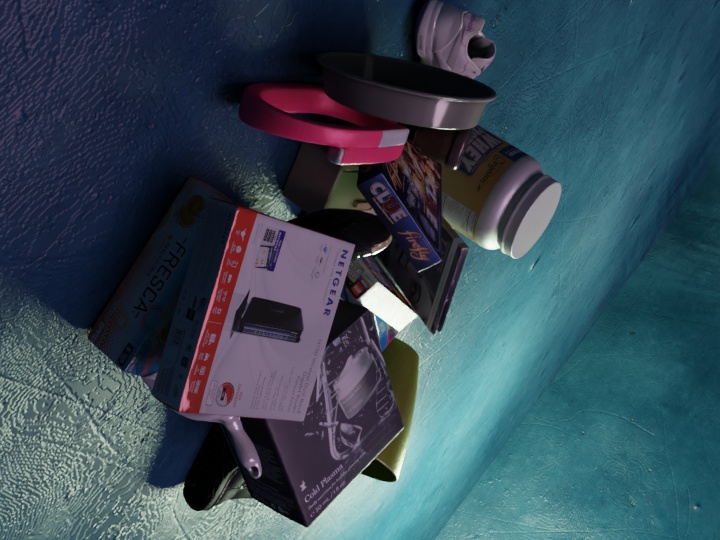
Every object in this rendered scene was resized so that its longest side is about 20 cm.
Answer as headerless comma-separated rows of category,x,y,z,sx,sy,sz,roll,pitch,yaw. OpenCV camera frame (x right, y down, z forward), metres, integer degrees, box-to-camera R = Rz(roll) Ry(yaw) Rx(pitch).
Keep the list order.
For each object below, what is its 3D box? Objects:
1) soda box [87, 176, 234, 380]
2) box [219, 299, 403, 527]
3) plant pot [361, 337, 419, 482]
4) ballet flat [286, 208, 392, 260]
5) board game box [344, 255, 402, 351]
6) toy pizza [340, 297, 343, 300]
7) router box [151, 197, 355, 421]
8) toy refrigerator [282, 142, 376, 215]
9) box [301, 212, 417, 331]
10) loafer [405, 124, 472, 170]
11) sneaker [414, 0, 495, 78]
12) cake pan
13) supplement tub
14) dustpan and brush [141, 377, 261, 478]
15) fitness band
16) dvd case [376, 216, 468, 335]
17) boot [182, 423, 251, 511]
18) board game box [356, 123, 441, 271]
soda box,-0.192,0.009,0.950,0.202,0.068,0.063,-57,152,1
box,-0.067,0.169,1.157,0.199,0.123,0.199,-40,126,-33
plant pot,0.017,0.212,1.509,0.202,0.184,0.188,-63,160,-21
ballet flat,-0.058,-0.028,1.057,0.057,0.196,0.067,67,19,-51
board game box,0.067,0.013,1.464,0.200,0.064,0.148,-47,154,-19
toy pizza,-0.061,0.126,1.274,0.198,0.031,0.204,-2,93,-45
router box,-0.104,0.045,0.937,0.178,0.048,0.204,14,92,-50
toy refrigerator,-0.005,-0.114,1.155,0.199,0.070,0.077,-10,130,-59
box,0.000,0.000,1.220,0.040,0.137,0.200,-40,157,4
loafer,0.091,-0.181,1.098,0.200,0.070,0.074,-87,-164,-71
sneaker,0.122,-0.255,1.175,0.201,0.098,0.076,74,35,-61
cake pan,0.046,-0.194,0.985,0.199,0.198,0.037,-19,127,-54
supplement tub,0.173,-0.122,1.323,0.144,0.199,0.146,-42,153,-27
dustpan and brush,-0.157,0.140,1.010,0.138,0.203,0.057,-23,179,10
fitness band,-0.035,-0.154,0.949,0.198,0.143,0.038,-11,125,-51
dvd case,0.072,-0.034,1.256,0.016,0.201,0.150,-10,135,-28
boot,-0.152,0.260,1.336,0.202,0.076,0.167,-56,154,17
board game box,0.050,-0.113,1.086,0.034,0.202,0.136,-24,123,22
